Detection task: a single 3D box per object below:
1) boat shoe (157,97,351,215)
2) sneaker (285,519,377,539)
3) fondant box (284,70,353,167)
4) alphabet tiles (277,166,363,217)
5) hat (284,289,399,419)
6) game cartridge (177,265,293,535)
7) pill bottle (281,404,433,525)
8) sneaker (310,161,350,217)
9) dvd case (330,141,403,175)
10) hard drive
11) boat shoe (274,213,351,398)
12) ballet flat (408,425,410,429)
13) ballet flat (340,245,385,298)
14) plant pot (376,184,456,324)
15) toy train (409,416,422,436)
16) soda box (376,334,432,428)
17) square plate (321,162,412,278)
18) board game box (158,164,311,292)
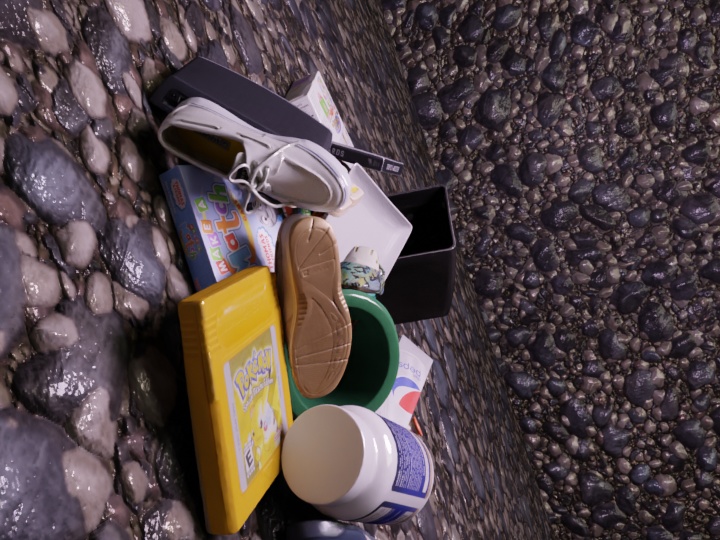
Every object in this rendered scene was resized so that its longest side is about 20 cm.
[{"bbox_3d":[-0.108,-0.102,0.672,0.200,0.075,0.087,27,37,-2],"label":"boat shoe"},{"bbox_3d":[-0.015,0.326,0.729,0.200,0.069,0.083,48,33,-45],"label":"sneaker"},{"bbox_3d":[-0.065,-0.238,1.229,0.145,0.057,0.202,-81,150,-59],"label":"fondant box"},{"bbox_3d":[-0.090,-0.134,0.815,0.199,0.015,0.196,35,25,5],"label":"alphabet tiles"},{"bbox_3d":[-0.055,0.102,0.886,0.176,0.163,0.203,27,-48,61],"label":"hat"},{"bbox_3d":[-0.107,0.107,0.638,0.176,0.032,0.204,-42,129,-73],"label":"game cartridge"},{"bbox_3d":[0.000,0.213,0.744,0.200,0.114,0.118,44,31,-58],"label":"pill bottle"},{"bbox_3d":[-0.065,-0.069,1.028,0.111,0.077,0.204,-5,91,-52],"label":"sneaker"},{"bbox_3d":[-0.042,-0.184,1.035,0.150,0.197,0.025,-21,128,-74],"label":"dvd case"},{"bbox_3d":[-0.124,-0.173,0.779,0.198,0.043,0.135,28,28,-8],"label":"hard drive"},{"bbox_3d":[-0.055,0.036,0.736,0.069,0.073,0.204,31,-55,59],"label":"boat shoe"},{"bbox_3d":[0.037,0.223,1.029,0.068,0.066,0.203,41,34,-63],"label":"ballet flat"},{"bbox_3d":[0.000,0.000,0.908,0.200,0.073,0.075,53,19,-86],"label":"ballet flat"},{"bbox_3d":[0.083,-0.015,1.260,0.201,0.196,0.179,-89,165,-51],"label":"plant pot"},{"bbox_3d":[0.068,0.216,1.166,0.150,0.055,0.203,2,70,-73],"label":"toy train"},{"bbox_3d":[0.037,0.183,0.952,0.063,0.068,0.201,40,36,-5],"label":"soda box"},{"bbox_3d":[-0.016,-0.025,0.995,0.202,0.028,0.198,-61,143,-9],"label":"square plate"},{"bbox_3d":[-0.120,-0.043,0.764,0.199,0.036,0.154,-18,89,-58],"label":"board game box"}]
